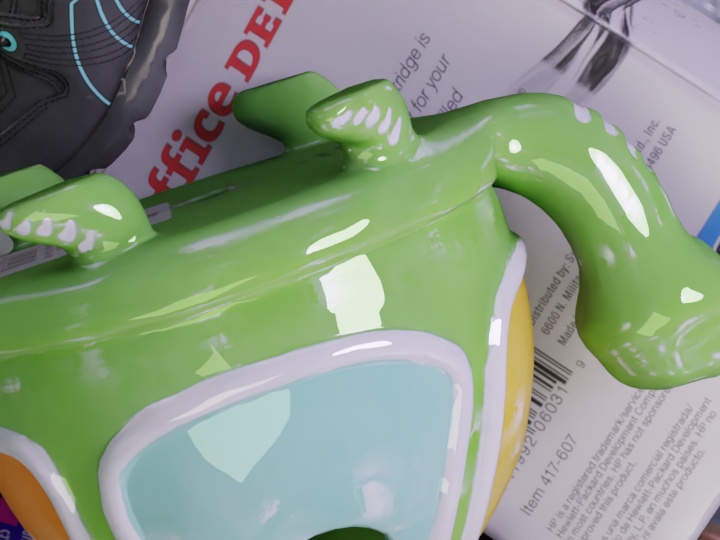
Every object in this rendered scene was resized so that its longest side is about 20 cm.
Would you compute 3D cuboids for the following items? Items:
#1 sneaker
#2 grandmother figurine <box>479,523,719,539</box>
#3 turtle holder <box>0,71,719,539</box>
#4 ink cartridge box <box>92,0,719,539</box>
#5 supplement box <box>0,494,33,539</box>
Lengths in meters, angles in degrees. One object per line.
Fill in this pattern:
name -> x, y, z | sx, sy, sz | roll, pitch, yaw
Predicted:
sneaker -> -0.074, -0.101, 0.786 | 0.079, 0.075, 0.200 | 18, 124, -28
grandmother figurine -> 0.063, 0.087, 0.954 | 0.200, 0.061, 0.121 | 22, 135, -12
turtle holder -> -0.011, 0.020, 0.760 | 0.185, 0.141, 0.132 | -23, 99, -33
ink cartridge box -> 0.039, -0.019, 0.840 | 0.200, 0.084, 0.146 | 34, 112, 8
supplement box -> -0.209, 0.110, 0.943 | 0.200, 0.101, 0.103 | 12, 118, -7
